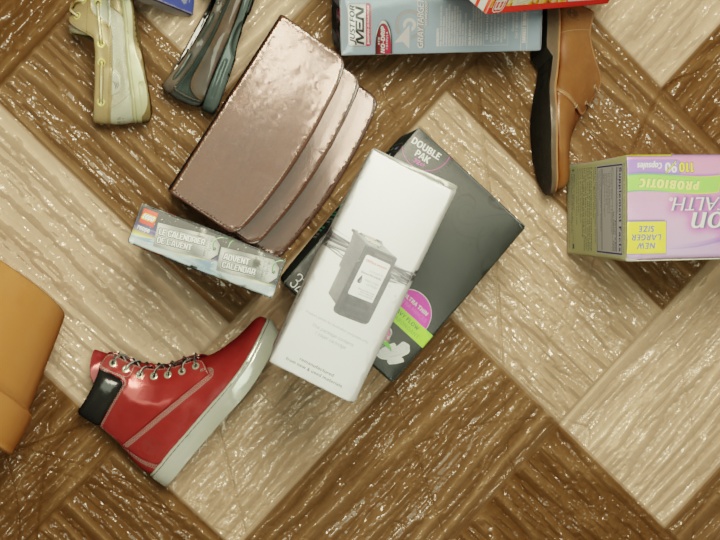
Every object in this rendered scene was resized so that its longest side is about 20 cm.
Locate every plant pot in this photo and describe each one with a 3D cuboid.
[{"bbox_3d":[-0.376,0.061,1.109,0.199,0.200,0.141,33,73,-7],"label":"plant pot"}]

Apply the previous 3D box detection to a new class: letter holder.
[{"bbox_3d":[-0.078,-0.124,1.167,0.141,0.101,0.201,33,89,-9],"label":"letter holder"}]

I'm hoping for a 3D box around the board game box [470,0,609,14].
[{"bbox_3d":[0.139,-0.310,1.117,0.152,0.199,0.047,47,130,26],"label":"board game box"}]

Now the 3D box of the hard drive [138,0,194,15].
[{"bbox_3d":[-0.192,-0.359,1.129,0.025,0.132,0.202,6,93,21],"label":"hard drive"}]

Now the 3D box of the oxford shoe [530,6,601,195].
[{"bbox_3d":[0.215,-0.178,1.212,0.070,0.071,0.202,3,92,-11],"label":"oxford shoe"}]

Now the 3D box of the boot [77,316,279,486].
[{"bbox_3d":[-0.187,0.097,1.183,0.144,0.072,0.200,41,92,-5],"label":"boot"}]

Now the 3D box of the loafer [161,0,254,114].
[{"bbox_3d":[-0.141,-0.260,1.166,0.062,0.072,0.202,18,93,-9],"label":"loafer"}]

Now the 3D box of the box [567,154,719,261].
[{"bbox_3d":[0.314,-0.062,1.162,0.174,0.200,0.098,-1,93,-5],"label":"box"}]

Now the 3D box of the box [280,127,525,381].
[{"bbox_3d":[0.038,-0.018,1.171,0.148,0.124,0.200,42,88,-6],"label":"box"}]

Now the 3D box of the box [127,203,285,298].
[{"bbox_3d":[-0.145,-0.017,1.114,0.136,0.200,0.040,21,87,-7],"label":"box"}]

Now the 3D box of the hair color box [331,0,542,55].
[{"bbox_3d":[0.073,-0.253,1.171,0.198,0.099,0.061,-3,108,-6],"label":"hair color box"}]

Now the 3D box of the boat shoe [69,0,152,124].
[{"bbox_3d":[-0.253,-0.242,1.154,0.066,0.074,0.202,-11,94,-11],"label":"boat shoe"}]

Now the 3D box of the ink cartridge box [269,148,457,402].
[{"bbox_3d":[0.000,0.000,1.035,0.083,0.145,0.202,26,91,-3],"label":"ink cartridge box"}]
